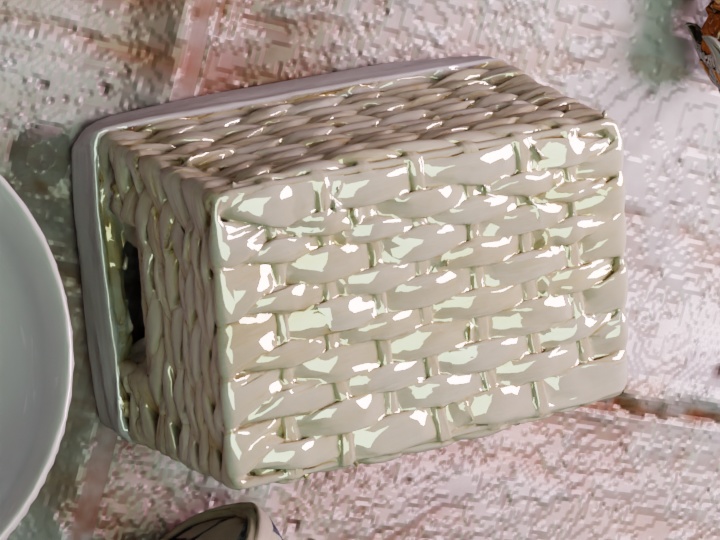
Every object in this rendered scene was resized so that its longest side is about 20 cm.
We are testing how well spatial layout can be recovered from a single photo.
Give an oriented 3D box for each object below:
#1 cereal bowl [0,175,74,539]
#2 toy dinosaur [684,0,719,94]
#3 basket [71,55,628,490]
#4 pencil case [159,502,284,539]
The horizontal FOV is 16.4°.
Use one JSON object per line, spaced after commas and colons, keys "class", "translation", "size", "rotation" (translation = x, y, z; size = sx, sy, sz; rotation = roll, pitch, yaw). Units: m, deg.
{"class": "cereal bowl", "translation": [-0.206, 0.037, 0.903], "size": [0.199, 0.083, 0.202], "rotation": [2, 78, -12]}
{"class": "toy dinosaur", "translation": [0.192, -0.175, 1.077], "size": [0.135, 0.102, 0.201], "rotation": [-3, 129, -11]}
{"class": "basket", "translation": [0.000, 0.000, 1.001], "size": [0.199, 0.123, 0.137], "rotation": [-12, 109, -24]}
{"class": "pencil case", "translation": [-0.025, 0.184, 1.069], "size": [0.200, 0.078, 0.090], "rotation": [50, 60, -31]}
